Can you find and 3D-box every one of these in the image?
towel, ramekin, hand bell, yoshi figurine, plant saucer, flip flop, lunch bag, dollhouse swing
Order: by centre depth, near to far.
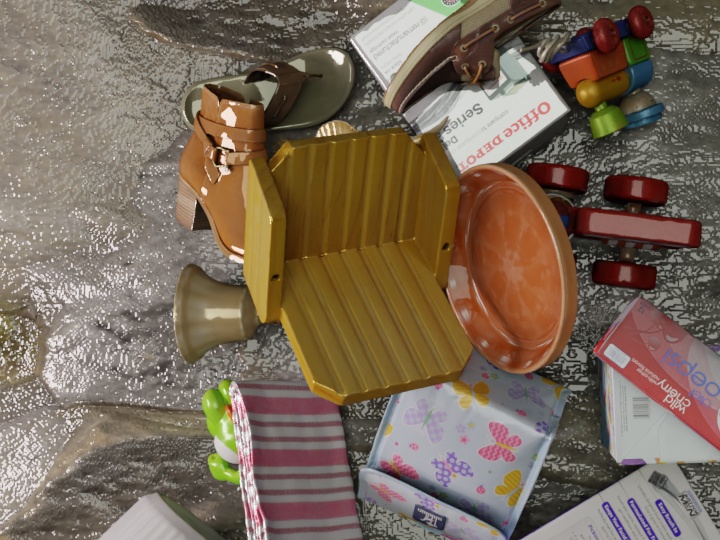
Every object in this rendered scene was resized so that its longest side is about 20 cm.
[{"bbox_3d":[0.012,-0.008,1.150,0.198,0.176,0.184,-9,126,-22],"label":"dollhouse swing"},{"bbox_3d":[0.142,-0.003,1.168,0.032,0.200,0.203,-12,86,-27],"label":"plant saucer"},{"bbox_3d":[0.097,0.187,1.236,0.168,0.127,0.202,25,120,8],"label":"lunch bag"},{"bbox_3d":[-0.059,0.208,1.244,0.030,0.145,0.203,-23,70,40],"label":"towel"},{"bbox_3d":[-0.175,0.311,1.246,0.202,0.202,0.095,38,80,7],"label":"ramekin"},{"bbox_3d":[-0.084,0.045,1.271,0.197,0.104,0.106,0,88,13],"label":"hand bell"},{"bbox_3d":[-0.104,0.202,1.299,0.111,0.112,0.202,-18,103,46],"label":"yoshi figurine"},{"bbox_3d":[-0.100,-0.190,1.312,0.197,0.058,0.082,-8,87,7],"label":"flip flop"}]

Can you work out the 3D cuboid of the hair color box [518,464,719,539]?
[{"bbox_3d":[0.246,0.276,1.207,0.198,0.065,0.110,-27,76,-13],"label":"hair color box"}]

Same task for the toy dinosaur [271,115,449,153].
[{"bbox_3d":[-0.007,-0.103,1.240,0.198,0.058,0.102,-3,103,22],"label":"toy dinosaur"}]

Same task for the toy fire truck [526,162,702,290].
[{"bbox_3d":[0.228,-0.047,1.210,0.197,0.168,0.114,9,89,7],"label":"toy fire truck"}]

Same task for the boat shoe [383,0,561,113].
[{"bbox_3d":[0.111,-0.215,1.196,0.200,0.072,0.072,-41,83,-2],"label":"boat shoe"}]

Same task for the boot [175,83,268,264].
[{"bbox_3d":[-0.113,-0.095,1.263,0.199,0.073,0.156,26,112,29],"label":"boot"}]

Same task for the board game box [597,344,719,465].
[{"bbox_3d":[0.287,0.124,1.181,0.102,0.200,0.106,-3,87,7],"label":"board game box"}]

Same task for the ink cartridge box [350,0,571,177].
[{"bbox_3d":[0.106,-0.197,1.272,0.145,0.084,0.201,-36,85,6],"label":"ink cartridge box"}]

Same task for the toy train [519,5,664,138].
[{"bbox_3d":[0.228,-0.183,1.213,0.084,0.199,0.117,-15,98,45],"label":"toy train"}]

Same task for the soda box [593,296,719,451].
[{"bbox_3d":[0.296,0.107,1.043,0.199,0.070,0.064,39,92,8],"label":"soda box"}]
